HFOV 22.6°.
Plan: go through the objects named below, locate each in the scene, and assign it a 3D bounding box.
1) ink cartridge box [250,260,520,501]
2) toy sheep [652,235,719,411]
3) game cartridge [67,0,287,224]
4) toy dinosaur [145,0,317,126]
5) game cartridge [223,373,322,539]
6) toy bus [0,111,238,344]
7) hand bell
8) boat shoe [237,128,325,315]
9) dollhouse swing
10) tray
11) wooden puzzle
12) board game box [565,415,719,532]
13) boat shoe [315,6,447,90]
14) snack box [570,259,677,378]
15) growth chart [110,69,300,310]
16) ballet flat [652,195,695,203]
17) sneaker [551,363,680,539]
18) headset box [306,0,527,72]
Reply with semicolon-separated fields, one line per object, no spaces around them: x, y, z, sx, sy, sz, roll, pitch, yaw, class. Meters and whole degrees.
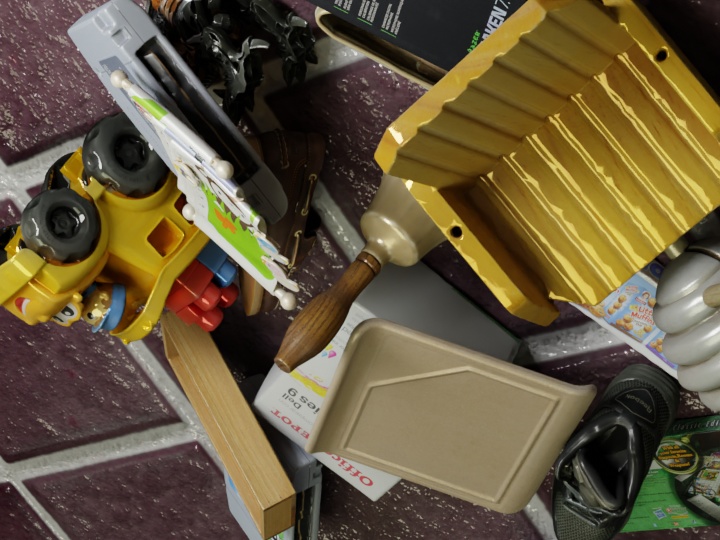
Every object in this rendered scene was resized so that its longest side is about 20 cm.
0.018;0.090;1.539;0.145;0.088;0.200;38;139;-7;ink cartridge box
0.280;0.039;1.309;0.138;0.138;0.201;-33;93;45;toy sheep
-0.140;-0.117;1.360;0.200;0.041;0.133;52;170;-15;game cartridge
-0.114;-0.186;1.367;0.136;0.102;0.200;40;162;16;toy dinosaur
-0.085;0.198;1.688;0.134;0.040;0.201;53;151;38;game cartridge
-0.192;-0.009;1.481;0.192;0.200;0.135;45;148;-13;toy bus
0.000;0.000;1.367;0.104;0.200;0.104;33;154;18;hand bell
-0.065;-0.036;1.487;0.070;0.071;0.201;-9;144;-15;boat shoe
0.137;-0.071;1.191;0.200;0.176;0.182;-40;88;15;dollhouse swing
-0.117;0.134;1.600;0.201;0.037;0.099;60;167;20;tray
0.069;0.115;1.444;0.198;0.037;0.186;16;140;-6;wooden puzzle
0.276;0.170;1.506;0.199;0.024;0.105;-10;123;37;board game box
0.061;-0.154;1.307;0.199;0.063;0.074;26;136;7;boat shoe
0.195;0.009;1.405;0.199;0.024;0.072;35;136;-2;snack box
-0.107;-0.054;1.328;0.144;0.018;0.200;40;164;29;growth chart
0.170;-0.073;1.329;0.198;0.069;0.063;16;157;24;ballet flat
0.189;0.176;1.468;0.076;0.114;0.200;34;132;13;sneaker
0.039;-0.249;1.212;0.199;0.093;0.175;28;137;6;headset box
